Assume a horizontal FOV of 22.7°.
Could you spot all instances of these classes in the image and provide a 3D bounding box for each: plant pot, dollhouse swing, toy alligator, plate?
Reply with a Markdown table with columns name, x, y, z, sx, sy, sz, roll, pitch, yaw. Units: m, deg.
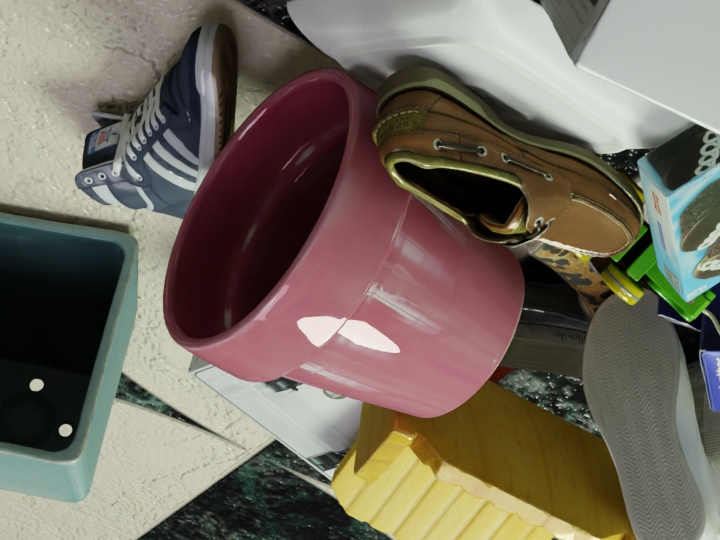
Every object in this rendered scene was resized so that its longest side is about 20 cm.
| name | x | y | z | sx | sy | sz | roll | pitch | yaw |
| --- | --- | --- | --- | --- | --- | --- | --- | --- | --- |
| plant pot | 0.000 | 0.000 | 1.153 | 0.178 | 0.201 | 0.200 | 32 | 140 | -27 |
| plant pot | -0.285 | 0.088 | 1.448 | 0.195 | 0.197 | 0.200 | 9 | 152 | 4 |
| dollhouse swing | 0.075 | 0.181 | 1.305 | 0.199 | 0.182 | 0.176 | 27 | 115 | -9 |
| toy alligator | 0.192 | -0.006 | 1.169 | 0.200 | 0.054 | 0.059 | 43 | 102 | -2 |
| plate | 0.076 | -0.114 | 1.082 | 0.199 | 0.033 | 0.199 | 27 | 167 | -33 |

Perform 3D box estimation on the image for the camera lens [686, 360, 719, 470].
| name | x | y | z | sx | sy | sz | roll | pitch | yaw |
| --- | --- | --- | --- | --- | --- | --- | --- | --- | --- |
| camera lens | 0.315 | 0.136 | 1.345 | 0.199 | 0.161 | 0.160 | -17 | 135 | 34 |

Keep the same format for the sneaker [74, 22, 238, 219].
| name | x | y | z | sx | sy | sz | roll | pitch | yaw |
| --- | --- | --- | --- | --- | --- | --- | --- | --- | --- |
| sneaker | -0.143 | -0.102 | 1.243 | 0.108 | 0.070 | 0.200 | 10 | 147 | 0 |

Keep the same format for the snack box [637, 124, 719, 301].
| name | x | y | z | sx | sy | sz | roll | pitch | yaw |
| --- | --- | --- | --- | --- | --- | --- | --- | --- | --- |
| snack box | 0.265 | -0.073 | 1.084 | 0.199 | 0.037 | 0.116 | -32 | 144 | -5 |

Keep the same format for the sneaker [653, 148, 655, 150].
| name | x | y | z | sx | sy | sz | roll | pitch | yaw |
| --- | --- | --- | --- | --- | --- | --- | --- | --- | --- |
| sneaker | 0.213 | -0.120 | 1.108 | 0.076 | 0.085 | 0.201 | -9 | 131 | -24 |

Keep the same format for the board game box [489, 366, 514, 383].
| name | x | y | z | sx | sy | sz | roll | pitch | yaw |
| --- | --- | --- | --- | --- | --- | --- | --- | --- | --- |
| board game box | 0.020 | 0.069 | 1.447 | 0.152 | 0.041 | 0.200 | 25 | 142 | -16 |

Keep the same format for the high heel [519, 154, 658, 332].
| name | x | y | z | sx | sy | sz | roll | pitch | yaw |
| --- | --- | --- | --- | --- | --- | --- | --- | --- | --- |
| high heel | 0.179 | -0.024 | 1.267 | 0.141 | 0.072 | 0.201 | 5 | 142 | -11 |

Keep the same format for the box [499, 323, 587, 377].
| name | x | y | z | sx | sy | sz | roll | pitch | yaw |
| --- | --- | --- | --- | --- | --- | --- | --- | --- | --- |
| box | 0.106 | 0.046 | 1.349 | 0.198 | 0.039 | 0.042 | 8 | 142 | -19 |

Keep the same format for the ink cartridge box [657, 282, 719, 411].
| name | x | y | z | sx | sy | sz | roll | pitch | yaw |
| --- | --- | --- | --- | --- | --- | --- | --- | --- | --- |
| ink cartridge box | 0.305 | 0.023 | 1.216 | 0.198 | 0.137 | 0.077 | -2 | 140 | 19 |

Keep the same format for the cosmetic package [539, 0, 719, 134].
| name | x | y | z | sx | sy | sz | roll | pitch | yaw |
| --- | --- | --- | --- | --- | --- | --- | --- | --- | --- |
| cosmetic package | 0.230 | -0.171 | 0.925 | 0.198 | 0.123 | 0.201 | 23 | 112 | -14 |

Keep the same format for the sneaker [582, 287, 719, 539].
| name | x | y | z | sx | sy | sz | roll | pitch | yaw |
| --- | --- | --- | --- | --- | --- | --- | --- | --- | --- |
| sneaker | 0.213 | 0.121 | 1.259 | 0.073 | 0.201 | 0.116 | -16 | 151 | 19 |

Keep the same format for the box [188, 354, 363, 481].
| name | x | y | z | sx | sy | sz | roll | pitch | yaw |
| --- | --- | --- | --- | --- | --- | --- | --- | --- | --- |
| box | -0.023 | 0.094 | 1.407 | 0.116 | 0.060 | 0.200 | -20 | 133 | 37 |

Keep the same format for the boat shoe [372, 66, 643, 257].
| name | x | y | z | sx | sy | sz | roll | pitch | yaw |
| --- | --- | --- | --- | --- | --- | --- | --- | --- | --- |
| boat shoe | 0.088 | -0.045 | 1.075 | 0.199 | 0.068 | 0.072 | 24 | 138 | -25 |
